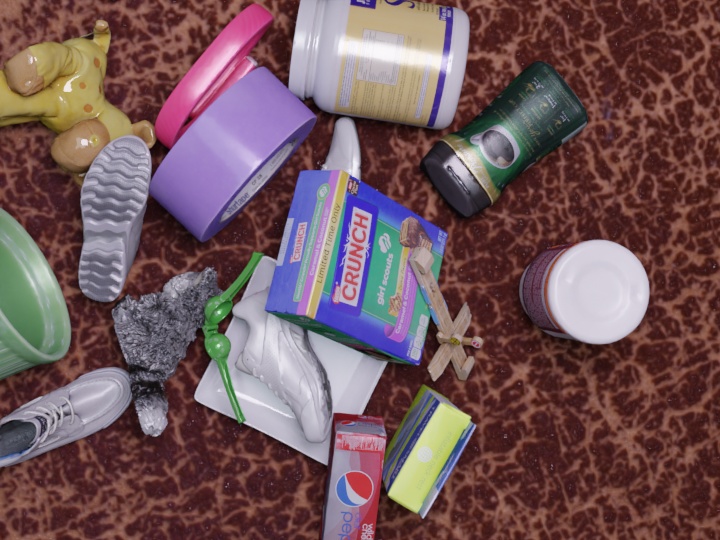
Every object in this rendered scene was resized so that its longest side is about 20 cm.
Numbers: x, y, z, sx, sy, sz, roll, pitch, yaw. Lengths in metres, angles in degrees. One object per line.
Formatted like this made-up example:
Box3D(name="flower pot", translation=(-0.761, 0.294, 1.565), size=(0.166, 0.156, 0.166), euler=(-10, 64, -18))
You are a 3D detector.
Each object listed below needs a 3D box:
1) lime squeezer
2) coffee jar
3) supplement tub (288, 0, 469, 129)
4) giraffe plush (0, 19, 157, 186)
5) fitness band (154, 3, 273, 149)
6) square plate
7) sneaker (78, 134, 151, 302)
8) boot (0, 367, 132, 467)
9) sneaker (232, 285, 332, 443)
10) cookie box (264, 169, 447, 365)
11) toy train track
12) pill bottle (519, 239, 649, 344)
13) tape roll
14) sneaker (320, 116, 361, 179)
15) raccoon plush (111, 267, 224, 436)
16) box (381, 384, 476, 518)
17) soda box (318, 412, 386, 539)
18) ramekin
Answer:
Box3D(name="lime squeezer", translation=(-0.152, 0.074, 1.183), size=(0.070, 0.038, 0.202), euler=(8, 96, 14))
Box3D(name="coffee jar", translation=(0.174, -0.158, 1.239), size=(0.200, 0.085, 0.104), euler=(-39, 93, -3))
Box3D(name="supplement tub", translation=(0.021, -0.253, 1.204), size=(0.198, 0.145, 0.147), euler=(9, 89, -3))
Box3D(name="giraffe plush", translation=(-0.341, -0.182, 1.200), size=(0.200, 0.172, 0.163), euler=(-37, 103, -37))
Box3D(name="fitness band", translation=(-0.171, -0.227, 1.195), size=(0.037, 0.144, 0.200), euler=(38, 88, -3))
Box3D(name="square plate", translation=(-0.076, 0.113, 1.253), size=(0.199, 0.028, 0.199), euler=(26, 89, -2))
Box3D(name="sneaker", translation=(-0.293, -0.068, 1.197), size=(0.074, 0.082, 0.201), euler=(17, 108, -6))
Box3D(name="boot", translation=(-0.366, 0.182, 1.205), size=(0.199, 0.096, 0.074), euler=(-30, 91, -3))
Box3D(name="sneaker", translation=(-0.096, 0.117, 1.209), size=(0.099, 0.078, 0.201), euler=(-20, 81, 4))
Box3D(name="cookie box", translation=(0.000, 0.000, 1.162), size=(0.199, 0.075, 0.172), euler=(26, 72, -43))
Box3D(name="toy train track", translation=(0.107, 0.055, 1.204), size=(0.115, 0.032, 0.201), euler=(-56, 135, -36))
Box3D(name="pill bottle", translation=(0.254, 0.024, 1.183), size=(0.113, 0.200, 0.115), euler=(0, 89, -3))
Box3D(name="tape roll", translation=(-0.147, -0.133, 1.167), size=(0.085, 0.200, 0.200), euler=(43, 88, -1))
Box3D(name="sneaker", translation=(-0.039, -0.091, 1.237), size=(0.080, 0.070, 0.202), euler=(6, 90, 0))
Box3D(name="raccoon plush", translation=(-0.209, 0.091, 1.201), size=(0.133, 0.097, 0.201), euler=(-19, 68, -2))
Box3D(name="box", translation=(0.072, 0.205, 1.173), size=(0.047, 0.200, 0.122), euler=(30, 88, -2))
Box3D(name="soda box", translation=(-0.012, 0.278, 1.216), size=(0.063, 0.070, 0.202), euler=(6, 101, -5))
Box3D(name="ramekin", translation=(-0.429, 0.032, 1.158), size=(0.097, 0.200, 0.201), euler=(-26, 91, 5))
